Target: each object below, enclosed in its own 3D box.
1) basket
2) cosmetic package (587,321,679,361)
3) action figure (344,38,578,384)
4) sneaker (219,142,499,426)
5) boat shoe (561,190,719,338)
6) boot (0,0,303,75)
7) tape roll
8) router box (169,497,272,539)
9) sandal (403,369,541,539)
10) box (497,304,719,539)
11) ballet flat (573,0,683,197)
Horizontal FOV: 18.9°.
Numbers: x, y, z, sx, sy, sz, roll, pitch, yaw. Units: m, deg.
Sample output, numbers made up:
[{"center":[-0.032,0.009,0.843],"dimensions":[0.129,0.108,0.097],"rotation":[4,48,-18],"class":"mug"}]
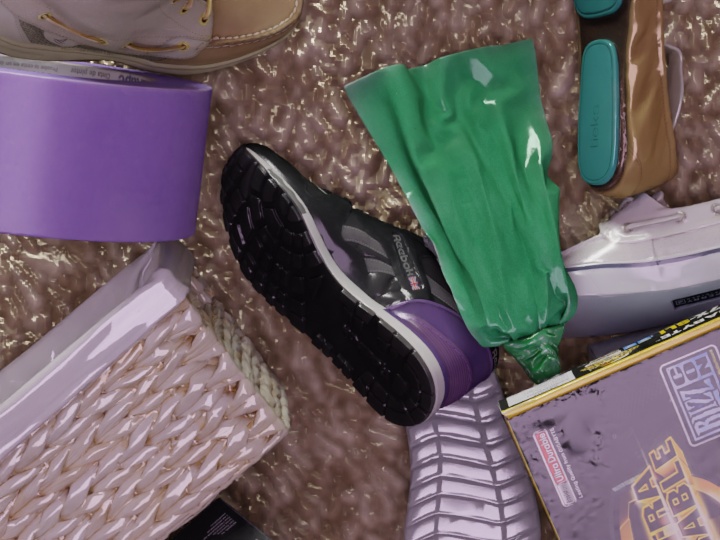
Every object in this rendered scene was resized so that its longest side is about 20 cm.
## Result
[{"center":[-0.148,0.094,1.256],"dimensions":[0.200,0.136,0.123],"rotation":[-39,101,4],"class":"basket"},{"center":[0.256,0.120,1.270],"dimensions":[0.199,0.123,0.201],"rotation":[-14,98,2],"class":"cosmetic package"},{"center":[0.075,-0.028,1.247],"dimensions":[0.118,0.055,0.201],"rotation":[-16,74,-8],"class":"action figure"},{"center":[0.000,0.000,1.280],"dimensions":[0.200,0.087,0.076],"rotation":[50,138,15],"class":"sneaker"},{"center":[0.175,-0.011,1.284],"dimensions":[0.199,0.071,0.070],"rotation":[-13,64,12],"class":"boat shoe"},{"center":[-0.101,-0.166,1.187],"dimensions":[0.199,0.155,0.072],"rotation":[-3,77,-26],"class":"boot"},{"center":[-0.185,-0.073,1.197],"dimensions":[0.199,0.200,0.085],"rotation":[7,98,-2],"class":"tape roll"},{"center":[-0.118,0.250,1.238],"dimensions":[0.200,0.052,0.158],"rotation":[-41,140,-19],"class":"router box"},{"center":[0.064,0.124,1.305],"dimensions":[0.082,0.050,0.204],"rotation":[-5,83,3],"class":"sandal"},{"center":[0.187,0.133,1.187],"dimensions":[0.159,0.049,0.201],"rotation":[-23,97,1],"class":"box"},{"center":[0.159,-0.144,1.271],"dimensions":[0.063,0.069,0.201],"rotation":[-4,98,-28],"class":"ballet flat"}]
